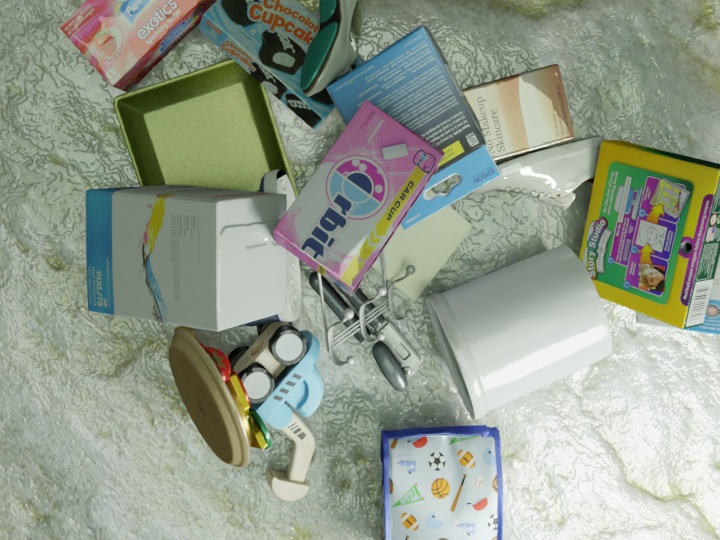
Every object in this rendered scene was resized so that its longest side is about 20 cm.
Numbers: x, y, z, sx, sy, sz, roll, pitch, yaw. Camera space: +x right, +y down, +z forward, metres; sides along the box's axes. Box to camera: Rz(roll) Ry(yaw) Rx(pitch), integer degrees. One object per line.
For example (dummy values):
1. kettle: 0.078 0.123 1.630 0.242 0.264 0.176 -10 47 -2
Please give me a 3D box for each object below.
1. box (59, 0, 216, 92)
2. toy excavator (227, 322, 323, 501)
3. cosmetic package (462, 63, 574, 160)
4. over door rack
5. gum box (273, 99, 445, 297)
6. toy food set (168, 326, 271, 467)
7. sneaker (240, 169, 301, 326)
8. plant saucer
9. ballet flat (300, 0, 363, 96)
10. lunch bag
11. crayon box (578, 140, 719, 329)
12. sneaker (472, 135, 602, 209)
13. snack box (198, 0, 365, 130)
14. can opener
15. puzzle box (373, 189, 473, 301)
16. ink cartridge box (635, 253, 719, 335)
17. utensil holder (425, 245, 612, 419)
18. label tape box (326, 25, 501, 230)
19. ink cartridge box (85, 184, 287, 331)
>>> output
1. box: -0.271 -0.336 1.198 0.200 0.095 0.103 -43 96 2
2. toy excavator: -0.099 0.188 1.270 0.200 0.100 0.195 44 85 -22
3. cosmetic package: 0.169 -0.196 1.238 0.196 0.087 0.105 -17 98 -1
4. over door rack: 0.000 0.000 1.193 0.066 0.147 0.204 -1 112 41
5. gum box: 0.001 -0.088 1.091 0.113 0.066 0.202 34 81 2
6. toy food set: -0.188 0.165 1.213 0.048 0.199 0.201 -26 97 -25
7. sneaker: -0.156 -0.026 1.214 0.143 0.081 0.204 0 105 16
8. plant saucer: -0.201 -0.159 1.245 0.196 0.048 0.203 -17 97 0
9. ballet flat: -0.027 -0.300 1.195 0.068 0.070 0.203 10 64 -4
10. lunch bag: 0.109 0.308 1.276 0.166 0.124 0.204 -3 104 -2
11. crayon box: 0.374 -0.050 1.205 0.058 0.171 0.204 -6 111 -41
12. sneaker: 0.240 -0.117 1.257 0.196 0.073 0.086 -14 95 -2
13. snack box: -0.097 -0.289 1.213 0.199 0.037 0.117 40 59 -6
14. can opener: 0.008 0.072 1.276 0.052 0.066 0.201 -40 92 4
15. puzzle box: 0.038 -0.072 1.277 0.199 0.025 0.134 40 94 -6
16. ink cartridge box: 0.447 -0.027 1.235 0.084 0.143 0.204 -8 101 -45
17. utensil holder: 0.206 0.077 1.231 0.197 0.170 0.173 -22 97 -1
18. label tape box: 0.068 -0.175 1.161 0.142 0.066 0.202 -29 95 15
19. ink cartridge box: -0.206 -0.022 1.123 0.197 0.146 0.149 6 100 28
